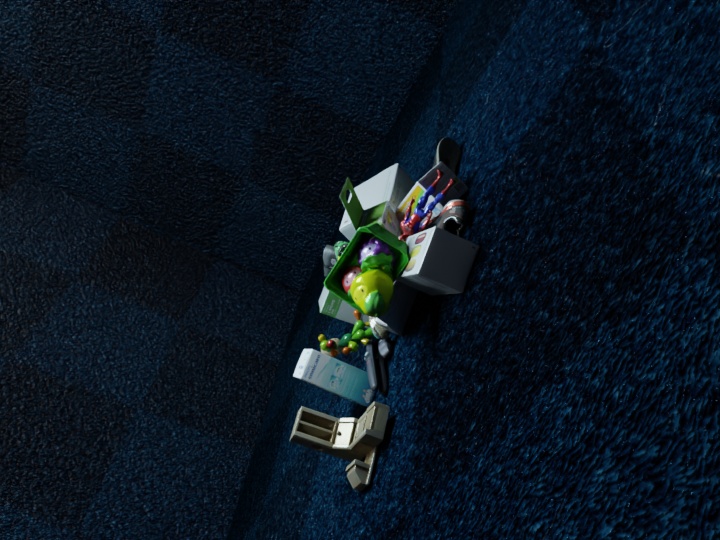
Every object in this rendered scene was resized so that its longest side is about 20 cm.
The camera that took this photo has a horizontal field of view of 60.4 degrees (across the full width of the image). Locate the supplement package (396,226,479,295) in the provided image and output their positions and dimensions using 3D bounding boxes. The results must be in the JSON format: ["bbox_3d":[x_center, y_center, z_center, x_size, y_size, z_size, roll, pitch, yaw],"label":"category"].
[{"bbox_3d":[0.163,-0.017,1.377,0.200,0.109,0.114,162,131,-77],"label":"supplement package"}]

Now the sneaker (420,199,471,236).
[{"bbox_3d":[0.194,-0.087,1.495,0.200,0.077,0.082,124,159,-49],"label":"sneaker"}]

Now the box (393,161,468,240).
[{"bbox_3d":[0.172,-0.169,1.613,0.112,0.101,0.200,-43,-5,-32],"label":"box"}]

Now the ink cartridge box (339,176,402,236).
[{"bbox_3d":[0.031,-0.138,1.560,0.076,0.200,0.148,-20,23,18],"label":"ink cartridge box"}]

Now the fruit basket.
[{"bbox_3d":[0.014,0.016,1.402,0.216,0.155,0.216,-56,0,0],"label":"fruit basket"}]

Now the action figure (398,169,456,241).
[{"bbox_3d":[0.148,-0.145,1.485,0.200,0.065,0.052,-56,-16,14],"label":"action figure"}]

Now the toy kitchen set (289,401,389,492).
[{"bbox_3d":[-0.057,0.388,1.395,0.200,0.180,0.164,120,168,-53],"label":"toy kitchen set"}]

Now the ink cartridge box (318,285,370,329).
[{"bbox_3d":[-0.012,0.101,1.783,0.146,0.199,0.085,-114,45,-78],"label":"ink cartridge box"}]

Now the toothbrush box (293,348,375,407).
[{"bbox_3d":[-0.066,0.282,1.636,0.146,0.199,0.086,151,142,-75],"label":"toothbrush box"}]

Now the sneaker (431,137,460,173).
[{"bbox_3d":[0.225,-0.289,1.779,0.106,0.075,0.200,-48,22,53],"label":"sneaker"}]

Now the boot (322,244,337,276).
[{"bbox_3d":[-0.011,-0.047,1.780,0.066,0.199,0.166,-14,-66,-60],"label":"boot"}]

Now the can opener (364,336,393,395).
[{"bbox_3d":[0.040,0.240,1.571,0.079,0.063,0.200,-60,11,29],"label":"can opener"}]

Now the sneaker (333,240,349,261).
[{"bbox_3d":[0.000,0.000,1.588,0.078,0.200,0.085,-32,28,-3],"label":"sneaker"}]

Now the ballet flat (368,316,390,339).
[{"bbox_3d":[0.056,0.092,1.656,0.200,0.068,0.075,-92,25,-52],"label":"ballet flat"}]

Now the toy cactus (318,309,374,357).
[{"bbox_3d":[-0.053,0.186,1.660,0.165,0.102,0.200,-32,-4,42],"label":"toy cactus"}]

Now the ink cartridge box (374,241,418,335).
[{"bbox_3d":[0.090,0.043,1.539,0.176,0.045,0.201,39,-110,-58],"label":"ink cartridge box"}]

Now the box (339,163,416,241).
[{"bbox_3d":[0.075,-0.169,1.856,0.200,0.171,0.199,-26,33,35],"label":"box"}]
